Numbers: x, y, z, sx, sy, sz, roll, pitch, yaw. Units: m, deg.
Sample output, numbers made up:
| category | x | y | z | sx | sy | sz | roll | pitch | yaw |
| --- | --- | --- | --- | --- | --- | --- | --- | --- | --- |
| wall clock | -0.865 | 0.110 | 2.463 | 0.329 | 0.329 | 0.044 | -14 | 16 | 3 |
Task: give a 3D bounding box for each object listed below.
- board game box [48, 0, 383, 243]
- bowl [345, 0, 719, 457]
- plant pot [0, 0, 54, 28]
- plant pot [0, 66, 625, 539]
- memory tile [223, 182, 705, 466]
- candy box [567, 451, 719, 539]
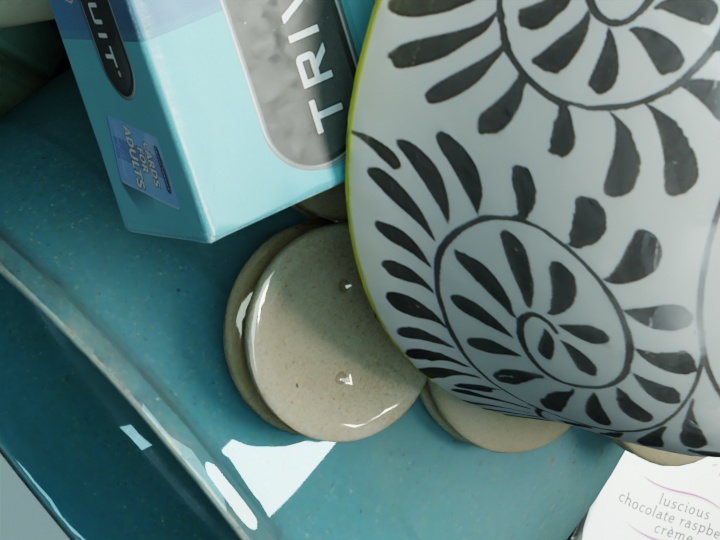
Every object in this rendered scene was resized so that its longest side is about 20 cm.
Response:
| category | x | y | z | sx | sy | sz | roll | pitch | yaw |
| --- | --- | --- | --- | --- | --- | --- | --- | --- | --- |
| board game box | 0.019 | -0.115 | 0.576 | 0.199 | 0.047 | 0.152 | -26 | 106 | -24 |
| bowl | 0.104 | -0.032 | 0.560 | 0.200 | 0.094 | 0.202 | -23 | 132 | -27 |
| plant pot | -0.029 | -0.181 | 0.685 | 0.176 | 0.200 | 0.202 | -3 | 108 | -12 |
| plant pot | 0.000 | 0.000 | 0.731 | 0.188 | 0.200 | 0.200 | -41 | 99 | -18 |
| memory tile | 0.045 | -0.056 | 0.632 | 0.152 | 0.017 | 0.202 | 7 | 92 | -29 |
| candy box | 0.114 | 0.101 | 0.818 | 0.136 | 0.061 | 0.201 | 26 | 85 | -14 |
